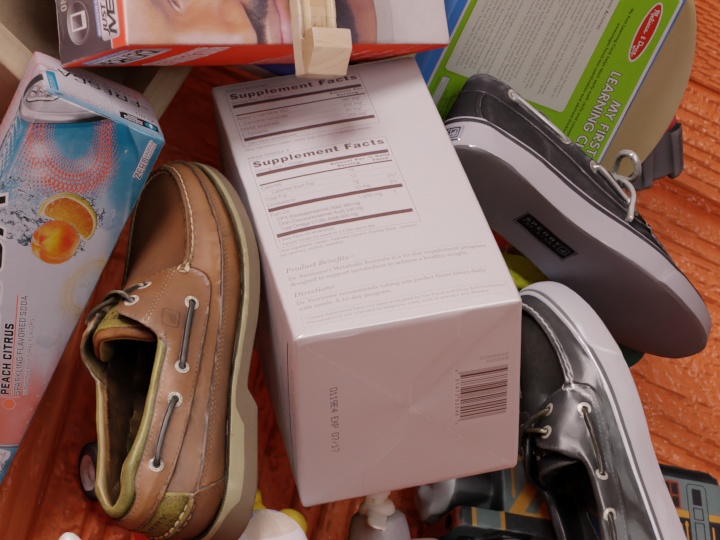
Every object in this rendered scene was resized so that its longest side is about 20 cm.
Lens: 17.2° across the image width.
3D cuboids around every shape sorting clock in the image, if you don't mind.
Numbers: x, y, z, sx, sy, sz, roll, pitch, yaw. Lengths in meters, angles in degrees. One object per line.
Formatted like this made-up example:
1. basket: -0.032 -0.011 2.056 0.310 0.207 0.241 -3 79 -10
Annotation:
1. shape sorting clock: 0.091 -0.114 1.304 0.199 0.039 0.201 -7 118 -14

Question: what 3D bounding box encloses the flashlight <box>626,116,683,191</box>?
1. flashlight: 0.146 -0.148 1.368 0.068 0.068 0.201 -37 126 -55

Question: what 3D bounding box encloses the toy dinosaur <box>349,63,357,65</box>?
1. toy dinosaur: 0.010 -0.153 1.310 0.077 0.200 0.102 26 22 -28

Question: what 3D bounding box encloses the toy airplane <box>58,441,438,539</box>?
1. toy airplane: -0.067 0.161 1.166 0.199 0.141 0.200 39 61 -12

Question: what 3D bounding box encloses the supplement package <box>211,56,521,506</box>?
1. supplement package: 0.000 0.000 1.180 0.109 0.114 0.200 -10 42 -10

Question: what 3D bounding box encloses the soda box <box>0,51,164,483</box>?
1. soda box: -0.166 0.002 1.146 0.063 0.068 0.200 21 106 -20

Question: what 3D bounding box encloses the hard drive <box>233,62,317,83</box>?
1. hard drive: -0.081 -0.180 1.203 0.200 0.025 0.132 21 72 -36

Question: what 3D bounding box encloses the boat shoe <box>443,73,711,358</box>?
1. boat shoe: 0.120 -0.030 1.293 0.199 0.074 0.068 36 55 -18

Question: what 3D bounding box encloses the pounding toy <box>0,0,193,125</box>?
1. pounding toy: -0.183 -0.173 1.228 0.200 0.142 0.184 45 59 -26

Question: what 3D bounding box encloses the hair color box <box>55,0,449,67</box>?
1. hair color box: -0.054 -0.158 1.166 0.200 0.064 0.111 -6 88 -38

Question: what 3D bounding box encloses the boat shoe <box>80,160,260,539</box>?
1. boat shoe: -0.091 0.029 1.109 0.068 0.072 0.200 15 51 -32

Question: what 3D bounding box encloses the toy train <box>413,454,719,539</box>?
1. toy train: 0.116 0.155 1.303 0.199 0.085 0.114 11 57 -22

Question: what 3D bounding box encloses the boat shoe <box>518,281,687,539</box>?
1. boat shoe: 0.114 0.096 1.245 0.056 0.069 0.200 -8 64 -31

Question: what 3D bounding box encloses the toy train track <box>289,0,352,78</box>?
1. toy train track: -0.021 -0.193 1.136 0.114 0.032 0.201 -1 84 -39

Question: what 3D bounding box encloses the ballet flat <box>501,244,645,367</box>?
1. ballet flat: 0.073 0.010 1.339 0.200 0.067 0.067 11 48 -27
